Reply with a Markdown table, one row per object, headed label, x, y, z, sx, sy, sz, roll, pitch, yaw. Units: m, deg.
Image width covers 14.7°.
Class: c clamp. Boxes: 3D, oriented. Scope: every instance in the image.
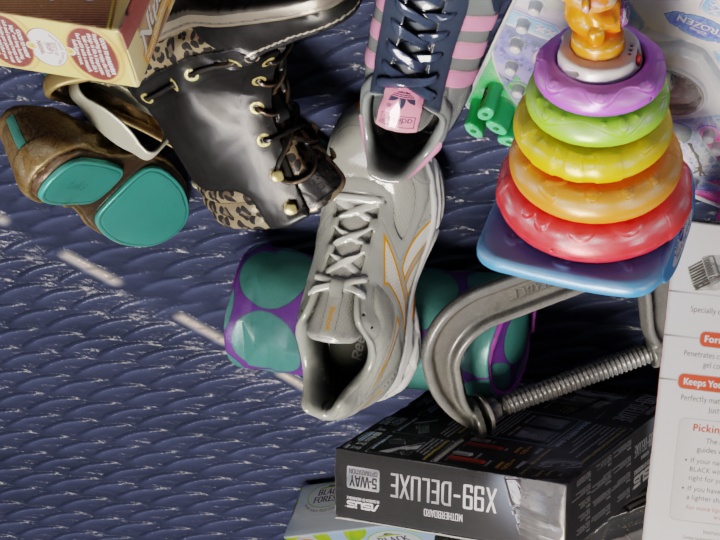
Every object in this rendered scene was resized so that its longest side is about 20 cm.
| label | x | y | z | sx | sy | sz | roll | pitch | yaw |
| --- | --- | --- | --- | --- | --- | --- | --- | --- | --- |
| c clamp | 0.132 | 0.052 | 1.715 | 0.200 | 0.027 | 0.171 | -15 | 135 | -13 |

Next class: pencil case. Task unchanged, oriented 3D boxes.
| label | x | y | z | sx | sy | sz | roll | pitch | yaw |
| --- | --- | --- | --- | --- | --- | --- | --- | --- | --- |
| pencil case | 0.014 | 0.033 | 1.787 | 0.200 | 0.092 | 0.085 | 7 | 104 | 22 |

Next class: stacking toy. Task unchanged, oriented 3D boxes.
| label | x | y | z | sx | sy | sz | roll | pitch | yaw |
| --- | --- | --- | --- | --- | --- | --- | --- | --- | --- |
| stacking toy | 0.125 | -0.092 | 1.480 | 0.110 | 0.116 | 0.200 | 11 | 135 | 14 |

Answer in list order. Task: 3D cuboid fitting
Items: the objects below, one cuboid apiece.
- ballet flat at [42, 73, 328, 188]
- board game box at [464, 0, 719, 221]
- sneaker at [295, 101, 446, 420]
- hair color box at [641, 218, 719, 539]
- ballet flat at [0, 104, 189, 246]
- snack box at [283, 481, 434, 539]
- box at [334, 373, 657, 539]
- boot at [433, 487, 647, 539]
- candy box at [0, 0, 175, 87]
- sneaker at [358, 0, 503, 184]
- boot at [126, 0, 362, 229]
| label | x | y | z | sx | sy | sz | roll | pitch | yaw |
| --- | --- | --- | --- | --- | --- | --- | --- | --- | --- |
| ballet flat | -0.106 | -0.084 | 1.691 | 0.200 | 0.063 | 0.069 | 28 | 149 | -15 |
| board game box | 0.171 | -0.099 | 1.544 | 0.200 | 0.026 | 0.200 | 21 | 150 | -3 |
| sneaker | 0.000 | 0.000 | 1.672 | 0.076 | 0.092 | 0.200 | 9 | 113 | 21 |
| hair color box | 0.223 | 0.075 | 1.577 | 0.111 | 0.200 | 0.064 | 7 | -176 | 8 |
| ballet flat | -0.169 | -0.066 | 1.733 | 0.072 | 0.068 | 0.200 | 52 | -167 | 19 |
| snack box | 0.064 | 0.206 | 2.066 | 0.200 | 0.053 | 0.142 | -12 | 136 | 40 |
| box | 0.097 | 0.117 | 1.777 | 0.157 | 0.200 | 0.050 | 7 | 107 | 25 |
| boot | 0.159 | 0.205 | 1.945 | 0.200 | 0.070 | 0.132 | -18 | 136 | 18 |
| candy box | -0.201 | -0.175 | 1.547 | 0.200 | 0.116 | 0.055 | 10 | 149 | 16 |
| sneaker | 0.036 | -0.122 | 1.530 | 0.070 | 0.082 | 0.200 | 16 | 149 | 8 |
| boot | -0.053 | -0.103 | 1.583 | 0.200 | 0.073 | 0.151 | -10 | 123 | 39 |
